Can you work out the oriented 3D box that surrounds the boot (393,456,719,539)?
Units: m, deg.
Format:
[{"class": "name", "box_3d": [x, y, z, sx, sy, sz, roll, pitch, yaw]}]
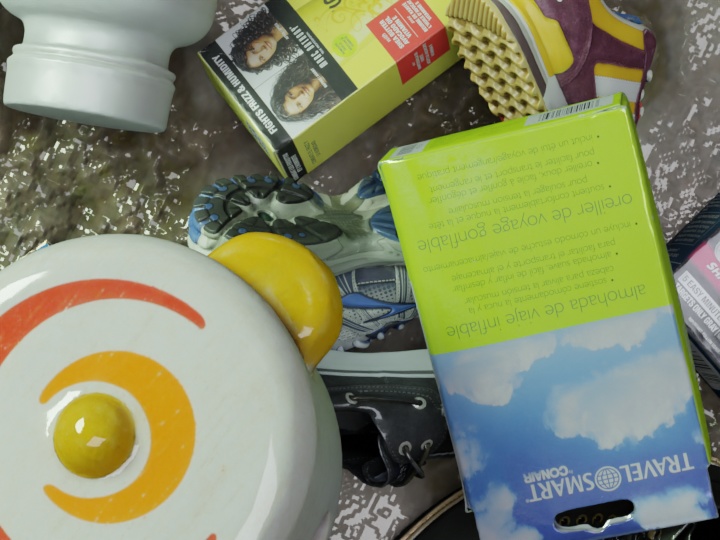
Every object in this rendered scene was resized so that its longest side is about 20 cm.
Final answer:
[{"class": "boot", "box_3d": [0.112, 0.139, 0.926, 0.199, 0.138, 0.078, -19, 93, -5]}]

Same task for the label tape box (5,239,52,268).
[{"class": "label tape box", "box_3d": [-0.199, 0.100, 0.924, 0.199, 0.063, 0.145, -35, 95, -7]}]

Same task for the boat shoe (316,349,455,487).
[{"class": "boat shoe", "box_3d": [0.006, 0.079, 0.928, 0.199, 0.070, 0.067, 9, 50, -16]}]

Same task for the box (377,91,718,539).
[{"class": "box", "box_3d": [0.092, 0.028, 0.876, 0.121, 0.048, 0.201, -13, 101, 12]}]

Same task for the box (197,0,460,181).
[{"class": "box", "box_3d": [0.019, -0.135, 0.945, 0.200, 0.050, 0.075, -36, 71, -5]}]

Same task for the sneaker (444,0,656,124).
[{"class": "sneaker", "box_3d": [0.120, -0.080, 0.931, 0.090, 0.075, 0.201, -40, 128, -16]}]

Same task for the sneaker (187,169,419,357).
[{"class": "sneaker", "box_3d": [0.000, 0.000, 0.948, 0.199, 0.077, 0.086, 2, 127, -23]}]

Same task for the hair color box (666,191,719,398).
[{"class": "hair color box", "box_3d": [0.249, -0.022, 0.980, 0.200, 0.061, 0.100, -44, 96, -5]}]

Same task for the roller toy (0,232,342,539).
[{"class": "roller toy", "box_3d": [-0.101, 0.082, 0.814, 0.198, 0.140, 0.184, -5, 76, 5]}]

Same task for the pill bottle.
[{"class": "pill bottle", "box_3d": [-0.119, -0.173, 0.905, 0.110, 0.111, 0.201, 9, 89, -7]}]
